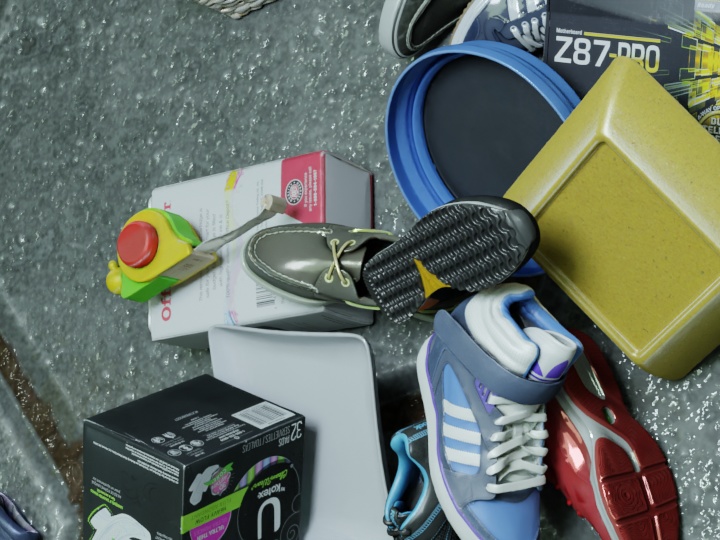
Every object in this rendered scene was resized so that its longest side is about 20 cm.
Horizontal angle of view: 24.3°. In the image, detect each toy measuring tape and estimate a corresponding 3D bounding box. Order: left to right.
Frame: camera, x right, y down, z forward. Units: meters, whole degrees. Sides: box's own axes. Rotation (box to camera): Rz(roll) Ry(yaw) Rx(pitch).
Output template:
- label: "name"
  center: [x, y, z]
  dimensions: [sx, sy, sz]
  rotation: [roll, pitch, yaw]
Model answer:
- label: "toy measuring tape"
  center: [-0.152, -0.037, 1.465]
  dimensions: [0.200, 0.074, 0.074]
  rotation: [-30, 63, 28]

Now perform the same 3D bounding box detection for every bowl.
- label: "bowl"
  center: [0.109, -0.091, 1.338]
  dimensions: [0.200, 0.039, 0.201]
  rotation: [26, 134, 29]

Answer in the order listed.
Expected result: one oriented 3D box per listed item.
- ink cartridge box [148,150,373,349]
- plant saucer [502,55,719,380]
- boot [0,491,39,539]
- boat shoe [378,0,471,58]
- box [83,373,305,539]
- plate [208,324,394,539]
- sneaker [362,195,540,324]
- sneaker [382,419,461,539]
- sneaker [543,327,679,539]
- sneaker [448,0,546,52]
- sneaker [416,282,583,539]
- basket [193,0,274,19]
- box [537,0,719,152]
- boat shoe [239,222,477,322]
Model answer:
- label: "ink cartridge box"
  center: [-0.090, -0.014, 1.510]
  dimensions: [0.200, 0.086, 0.148]
  rotation: [-10, 74, 35]
- label: "plant saucer"
  center: [0.203, -0.024, 1.229]
  dimensions: [0.200, 0.048, 0.200]
  rotation: [46, 140, 8]
- label: "boot"
  center: [-0.405, 0.243, 1.688]
  dimensions: [0.200, 0.073, 0.090]
  rotation: [38, 93, 28]
- label: "boat shoe"
  center: [0.091, -0.263, 1.451]
  dimensions: [0.064, 0.071, 0.200]
  rotation: [43, 103, 35]
- label: "box"
  center: [-0.141, 0.214, 1.414]
  dimensions: [0.124, 0.148, 0.200]
  rotation: [20, 115, 36]
- label: "plate"
  center: [-0.043, 0.144, 1.426]
  dimensions: [0.199, 0.032, 0.200]
  rotation: [2, 104, 45]
- label: "sneaker"
  center: [0.083, -0.022, 1.273]
  dimensions: [0.070, 0.090, 0.200]
  rotation: [60, 145, -1]
- label: "sneaker"
  center: [0.049, 0.213, 1.340]
  dimensions: [0.073, 0.082, 0.200]
  rotation: [14, 103, 51]
- label: "sneaker"
  center: [0.170, 0.155, 1.312]
  dimensions: [0.116, 0.078, 0.200]
  rotation: [-39, 64, 48]
- label: "sneaker"
  center: [0.166, -0.212, 1.386]
  dimensions: [0.200, 0.070, 0.109]
  rotation: [-45, 56, 15]
- label: "sneaker"
  center: [0.115, 0.109, 1.247]
  dimensions: [0.146, 0.080, 0.200]
  rotation: [-41, 58, 51]
- label: "basket"
  center: [-0.111, -0.372, 1.564]
  dimensions: [0.198, 0.161, 0.200]
  rotation: [-20, 69, 30]
- label: "box"
  center: [0.233, -0.155, 1.275]
  dimensions: [0.200, 0.049, 0.162]
  rotation: [14, 106, 38]
- label: "boat shoe"
  center: [0.001, -0.003, 1.389]
  dimensions: [0.201, 0.060, 0.072]
  rotation: [12, 77, -4]
